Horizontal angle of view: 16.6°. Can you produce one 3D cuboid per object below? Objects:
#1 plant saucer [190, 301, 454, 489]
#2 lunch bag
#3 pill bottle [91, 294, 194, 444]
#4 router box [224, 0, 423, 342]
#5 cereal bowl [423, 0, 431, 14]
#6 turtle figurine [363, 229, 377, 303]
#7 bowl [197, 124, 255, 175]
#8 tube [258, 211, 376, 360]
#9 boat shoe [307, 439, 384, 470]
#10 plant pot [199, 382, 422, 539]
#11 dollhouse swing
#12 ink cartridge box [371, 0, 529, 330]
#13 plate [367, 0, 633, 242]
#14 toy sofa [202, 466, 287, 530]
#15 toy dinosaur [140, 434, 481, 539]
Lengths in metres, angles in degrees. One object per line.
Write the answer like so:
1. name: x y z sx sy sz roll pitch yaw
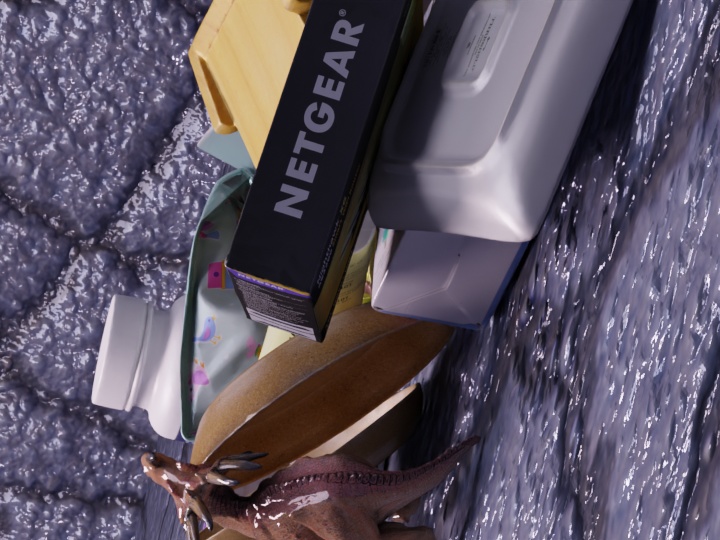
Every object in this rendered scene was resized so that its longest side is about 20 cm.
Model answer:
1. plant saucer: -0.032 0.074 1.566 0.036 0.199 0.200 56 155 14
2. lunch bag: -0.069 0.035 1.845 0.170 0.121 0.202 47 -141 -75
3. pill bottle: -0.111 0.084 1.986 0.120 0.198 0.121 -168 90 -81
4. router box: -0.017 -0.072 1.393 0.157 0.052 0.201 78 -150 -79
5. cereal bowl: 0.042 -0.129 1.677 0.200 0.083 0.202 -168 90 -83
6. turtle figurine: 0.000 0.000 1.746 0.201 0.064 0.162 -68 -33 -43
7. bowl: -0.017 -0.128 1.841 0.201 0.105 0.201 -44 2 2
8. tube: -0.025 0.020 1.578 0.200 0.058 0.052 105 -168 -59
9. boat shoe: -0.039 0.204 1.788 0.074 0.068 0.200 -90 14 -54
10. plant pot: -0.035 0.142 1.632 0.199 0.028 0.200 -36 1 0
11. dollhouse swing: -0.003 -0.143 1.603 0.181 0.176 0.200 -36 -7 -27
12. ink cartridge box: 0.063 -0.087 1.486 0.137 0.076 0.201 115 163 -50
13. plate: 0.073 -0.116 1.324 0.200 0.032 0.201 8 75 66
14. toy sofa: -0.090 0.207 2.030 0.083 0.097 0.201 112 166 -46
15. toy dinosaur: -0.031 0.137 1.448 0.199 0.136 0.086 -23 41 29
